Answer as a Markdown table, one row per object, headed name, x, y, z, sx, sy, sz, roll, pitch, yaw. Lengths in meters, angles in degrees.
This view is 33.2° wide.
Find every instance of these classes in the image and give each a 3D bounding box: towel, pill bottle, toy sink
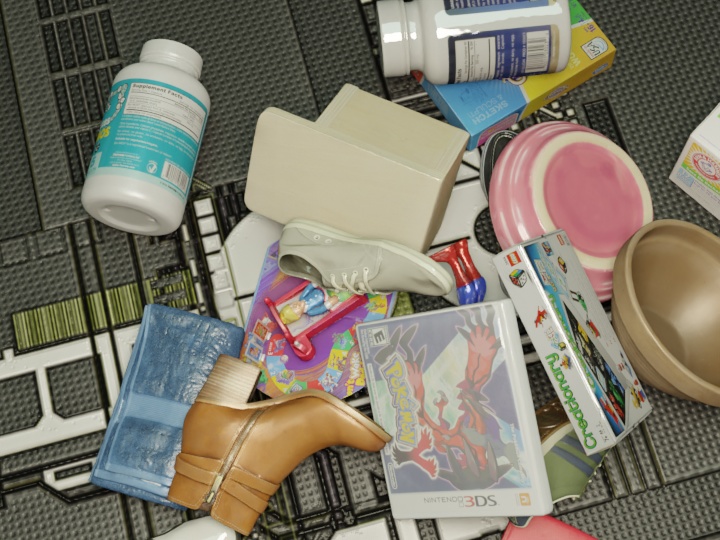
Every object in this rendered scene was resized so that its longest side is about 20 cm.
| name | x | y | z | sx | sy | sz | roll | pitch | yaw |
| --- | --- | --- | --- | --- | --- | --- | --- | --- | --- |
| towel | -0.195 | 0.137 | 1.239 | 0.111 | 0.049 | 0.201 | 14 | 73 | 10 |
| pill bottle | -0.227 | -0.148 | 1.314 | 0.110 | 0.111 | 0.201 | 10 | 70 | 5 |
| pill bottle | 0.119 | -0.259 | 1.301 | 0.199 | 0.111 | 0.112 | -6 | 70 | -1 |
| toy sink | -0.004 | -0.107 | 1.268 | 0.199 | 0.131 | 0.112 | 21 | 40 | 8 |

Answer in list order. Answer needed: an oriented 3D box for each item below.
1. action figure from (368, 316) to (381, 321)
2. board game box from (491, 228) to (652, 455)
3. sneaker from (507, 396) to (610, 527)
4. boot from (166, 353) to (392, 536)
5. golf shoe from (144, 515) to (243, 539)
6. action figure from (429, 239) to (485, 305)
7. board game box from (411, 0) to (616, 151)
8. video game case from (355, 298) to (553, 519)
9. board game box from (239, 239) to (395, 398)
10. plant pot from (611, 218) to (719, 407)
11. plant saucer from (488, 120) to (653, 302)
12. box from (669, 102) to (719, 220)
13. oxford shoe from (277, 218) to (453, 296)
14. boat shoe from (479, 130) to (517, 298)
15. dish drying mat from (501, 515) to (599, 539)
| name | x | y | z | sx | sy | sz | roll | pitch | yaw |
| --- | --- | --- | --- | --- | --- | --- | --- | --- | --- |
| action figure | 0.056 | 0.135 | 1.242 | 0.065 | 0.052 | 0.201 | -26 | 70 | -2 |
| board game box | 0.203 | 0.062 | 1.140 | 0.035 | 0.126 | 0.201 | -28 | 84 | 29 |
| sneaker | 0.208 | 0.185 | 1.214 | 0.200 | 0.067 | 0.090 | -25 | 112 | -28 |
| boot | -0.082 | 0.184 | 1.175 | 0.199 | 0.077 | 0.156 | 20 | 79 | 3 |
| golf shoe | -0.206 | 0.296 | 1.166 | 0.199 | 0.095 | 0.078 | -28 | 71 | -10 |
| action figure | 0.126 | 0.071 | 1.238 | 0.052 | 0.065 | 0.201 | -27 | 88 | 21 |
| board game box | 0.165 | -0.249 | 1.377 | 0.199 | 0.040 | 0.153 | -32 | 73 | -10 |
| video game case | 0.085 | 0.137 | 1.156 | 0.182 | 0.023 | 0.201 | -12 | 89 | 40 |
| board game box | -0.049 | 0.039 | 1.260 | 0.157 | 0.039 | 0.201 | 9 | 72 | 20 |
| plant pot | 0.321 | 0.056 | 1.218 | 0.200 | 0.093 | 0.202 | 16 | 53 | -23 |
| plant saucer | 0.231 | -0.066 | 1.264 | 0.199 | 0.051 | 0.202 | 8 | 71 | -23 |
| box | 0.443 | -0.091 | 1.277 | 0.200 | 0.113 | 0.101 | 43 | 76 | 16 |
| oxford shoe | 0.000 | 0.000 | 1.208 | 0.199 | 0.075 | 0.058 | 15 | 62 | 26 |
| boat shoe | 0.167 | -0.067 | 1.298 | 0.069 | 0.066 | 0.201 | -1 | 71 | 1 |
| dish drying mat | 0.231 | 0.306 | 1.191 | 0.199 | 0.018 | 0.077 | 25 | 72 | 11 |
